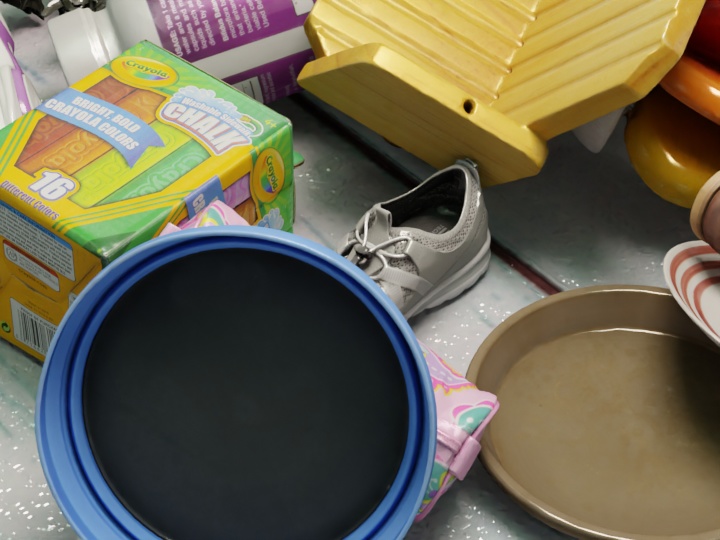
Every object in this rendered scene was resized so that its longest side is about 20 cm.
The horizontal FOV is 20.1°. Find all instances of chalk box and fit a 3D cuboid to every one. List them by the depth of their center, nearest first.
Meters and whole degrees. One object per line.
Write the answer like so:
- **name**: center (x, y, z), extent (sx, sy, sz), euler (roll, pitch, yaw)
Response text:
- **chalk box**: center (-0.117, -0.040, 1.178), extent (0.125, 0.124, 0.200), euler (28, 49, 27)

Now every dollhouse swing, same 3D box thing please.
- **dollhouse swing**: center (0.094, -0.180, 1.188), extent (0.181, 0.176, 0.200), euler (30, 64, -7)

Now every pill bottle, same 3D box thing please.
- **pill bottle**: center (-0.094, -0.154, 1.304), extent (0.199, 0.113, 0.112), euler (-20, 45, -4)

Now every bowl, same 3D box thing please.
- **bowl**: center (-0.060, 0.073, 1.012), extent (0.200, 0.201, 0.039), euler (6, 14, 5)

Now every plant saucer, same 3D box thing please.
- **plant saucer**: center (0.155, 0.083, 1.121), extent (0.199, 0.030, 0.200), euler (0, 42, 0)

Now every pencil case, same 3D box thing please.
- **pencil case**: center (-0.027, 0.046, 1.062), extent (0.200, 0.087, 0.088), euler (37, 46, -3)

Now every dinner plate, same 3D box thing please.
- **dinner plate**: center (0.257, 0.043, 1.133), extent (0.199, 0.024, 0.200), euler (19, 22, -8)

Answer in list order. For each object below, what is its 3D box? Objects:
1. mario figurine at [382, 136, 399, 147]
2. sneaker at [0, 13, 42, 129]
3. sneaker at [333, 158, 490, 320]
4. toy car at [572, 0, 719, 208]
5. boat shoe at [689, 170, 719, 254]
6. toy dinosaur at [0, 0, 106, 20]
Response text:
- **mario figurine**: center (0.086, -0.162, 1.327), extent (0.106, 0.124, 0.200), euler (-19, 29, 47)
- **sneaker**: center (-0.256, -0.105, 1.302), extent (0.099, 0.075, 0.200), euler (-28, 47, -4)
- **sneaker**: center (0.000, 0.000, 1.168), extent (0.075, 0.082, 0.200), euler (28, 48, 26)
- **toy car**: center (0.234, -0.133, 1.254), extent (0.175, 0.150, 0.200), euler (27, 45, 2)
- **boat shoe**: center (0.284, -0.026, 1.182), extent (0.199, 0.071, 0.070), euler (-2, 34, -32)
- **toy dinosaur**: center (-0.190, -0.233, 1.376), extent (0.200, 0.136, 0.102), euler (21, 3, -45)
